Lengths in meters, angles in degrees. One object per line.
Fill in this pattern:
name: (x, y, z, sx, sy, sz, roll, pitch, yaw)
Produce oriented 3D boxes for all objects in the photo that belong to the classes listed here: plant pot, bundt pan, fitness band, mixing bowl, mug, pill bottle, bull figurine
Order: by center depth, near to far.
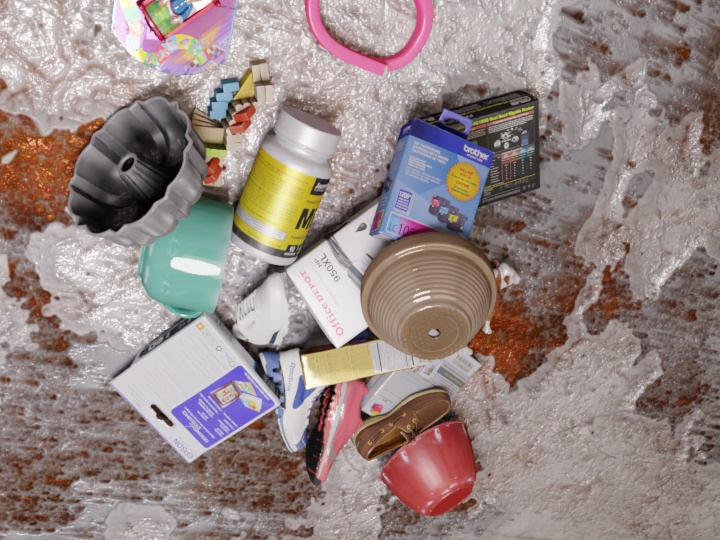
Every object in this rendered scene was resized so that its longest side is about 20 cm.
bundt pan: (-0.277, -0.119, 0.970, 0.201, 0.203, 0.076, -42, 143, 4)
fitness band: (0.013, -0.359, 1.045, 0.196, 0.038, 0.146, 15, 110, -30)
plant pot: (0.098, 0.055, 1.046, 0.195, 0.094, 0.205, -2, 127, -2)
mug: (-0.251, -0.012, 1.050, 0.112, 0.152, 0.190, 12, 100, -15)
pill bottle: (-0.107, -0.122, 1.077, 0.112, 0.115, 0.203, 15, 111, -28)
bull figurine: (0.204, 0.068, 1.317, 0.198, 0.065, 0.124, -32, 135, -31)
mixing bowl: (0.146, 0.392, 1.425, 0.196, 0.109, 0.202, -22, 145, -17)

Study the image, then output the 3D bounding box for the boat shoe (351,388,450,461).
boat shoe: (0.081, 0.284, 1.357, 0.196, 0.068, 0.073, -25, 124, -8)

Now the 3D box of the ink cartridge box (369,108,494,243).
ink cartridge box: (0.106, -0.126, 1.084, 0.134, 0.076, 0.205, 19, 84, -13)

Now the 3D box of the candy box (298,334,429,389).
candy box: (0.002, 0.137, 1.190, 0.195, 0.117, 0.058, -10, 89, -7)

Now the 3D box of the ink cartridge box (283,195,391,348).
ink cartridge box: (0.000, 0.000, 1.147, 0.198, 0.084, 0.146, -35, 97, -5)

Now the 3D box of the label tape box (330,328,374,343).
label tape box: (0.024, 0.049, 1.255, 0.197, 0.066, 0.145, -29, 124, -7)

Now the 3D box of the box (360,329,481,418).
box: (0.109, 0.205, 1.390, 0.155, 0.041, 0.201, 35, 100, -33)

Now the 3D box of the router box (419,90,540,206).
router box: (0.189, -0.185, 1.197, 0.196, 0.062, 0.153, -17, 122, -13)

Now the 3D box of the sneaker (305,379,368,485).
sneaker: (-0.036, 0.283, 1.318, 0.085, 0.073, 0.205, 16, 89, -23)

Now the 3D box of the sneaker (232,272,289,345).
sneaker: (-0.151, 0.064, 1.142, 0.078, 0.078, 0.201, 5, 151, -12)

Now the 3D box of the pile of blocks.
pile of blocks: (-0.187, -0.201, 1.033, 0.081, 0.062, 0.202, 25, 105, -31)

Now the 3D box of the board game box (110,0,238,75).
board game box: (-0.228, -0.346, 0.949, 0.154, 0.039, 0.204, 6, 114, -25)

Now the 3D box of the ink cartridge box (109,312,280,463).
ink cartridge box: (-0.260, 0.185, 1.193, 0.198, 0.044, 0.199, -33, 112, 12)

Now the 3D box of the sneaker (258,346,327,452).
sneaker: (-0.098, 0.212, 1.284, 0.113, 0.081, 0.203, -17, 121, -10)
